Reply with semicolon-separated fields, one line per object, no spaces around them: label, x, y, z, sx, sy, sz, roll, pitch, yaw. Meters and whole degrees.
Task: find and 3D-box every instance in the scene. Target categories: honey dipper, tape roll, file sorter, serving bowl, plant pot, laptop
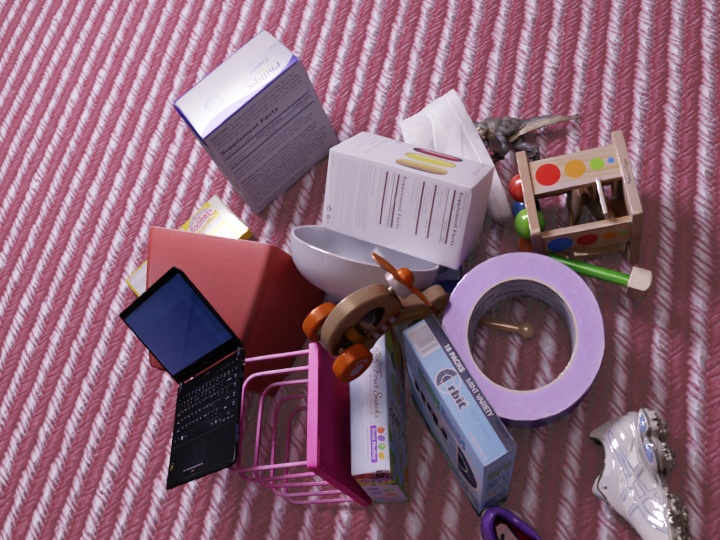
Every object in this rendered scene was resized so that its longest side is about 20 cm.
honey dipper;0.138;0.064;1.023;0.194;0.038;0.039;10;66;17
tape roll;0.199;0.087;0.938;0.194;0.085;0.206;-4;74;12
file sorter;-0.072;0.198;0.924;0.122;0.201;0.143;-9;60;15
serving bowl;0.000;0.000;0.976;0.196;0.199;0.068;20;104;25
plant pot;-0.179;0.066;1.040;0.195;0.200;0.181;8;78;21
laptop;-0.217;0.130;0.877;0.176;0.101;0.205;-31;50;47

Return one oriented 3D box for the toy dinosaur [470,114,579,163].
toy dinosaur;0.227;-0.196;1.122;0.194;0.048;0.090;-4;56;12

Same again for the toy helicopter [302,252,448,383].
toy helicopter;0.037;0.039;0.857;0.079;0.197;0.134;48;126;27

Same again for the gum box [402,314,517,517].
gum box;0.111;0.172;0.870;0.044;0.202;0.172;-27;60;-8

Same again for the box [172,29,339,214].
box;-0.154;-0.224;1.165;0.183;0.201;0.105;-40;58;-6

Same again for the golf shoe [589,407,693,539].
golf shoe;0.313;0.262;0.852;0.095;0.078;0.205;-19;52;27

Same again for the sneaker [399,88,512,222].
sneaker;0.127;-0.139;1.068;0.113;0.074;0.204;-27;77;4

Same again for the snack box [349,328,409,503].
snack box;0.024;0.168;0.939;0.051;0.143;0.205;-7;60;11

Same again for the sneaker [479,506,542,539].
sneaker;0.200;0.344;0.827;0.081;0.084;0.199;-44;60;-8

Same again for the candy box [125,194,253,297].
candy box;-0.271;-0.020;1.200;0.200;0.027;0.102;-45;57;-8

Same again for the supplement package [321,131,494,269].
supplement package;0.063;-0.097;1.001;0.195;0.112;0.114;17;27;19

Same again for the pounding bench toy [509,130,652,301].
pounding bench toy;0.279;-0.048;0.979;0.152;0.125;0.205;-10;61;12

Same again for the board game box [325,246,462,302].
board game box;0.048;-0.061;1.107;0.193;0.044;0.205;-5;62;12
